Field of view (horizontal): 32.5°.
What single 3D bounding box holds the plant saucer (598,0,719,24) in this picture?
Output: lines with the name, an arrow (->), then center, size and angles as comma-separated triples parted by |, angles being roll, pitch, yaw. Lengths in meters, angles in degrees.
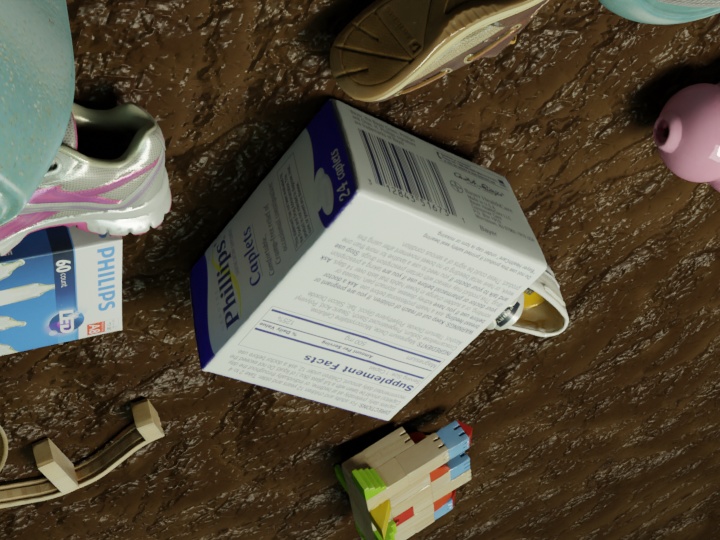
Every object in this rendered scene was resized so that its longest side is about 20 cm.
plant saucer -> 0.250, -0.242, 0.847 | 0.200, 0.027, 0.200 | -17, 145, -12

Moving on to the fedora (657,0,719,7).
fedora -> 0.214, -0.250, 0.726 | 0.090, 0.177, 0.200 | -25, 132, -78

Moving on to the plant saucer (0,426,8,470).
plant saucer -> -0.380, 0.145, 0.965 | 0.200, 0.035, 0.200 | -18, 146, -12

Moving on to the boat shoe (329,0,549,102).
boat shoe -> 0.073, -0.173, 0.802 | 0.200, 0.072, 0.072 | -37, 166, 9

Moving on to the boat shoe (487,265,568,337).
boat shoe -> 0.115, 0.016, 1.075 | 0.071, 0.070, 0.200 | -42, 141, 22

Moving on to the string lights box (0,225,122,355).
string lights box -> -0.265, 0.010, 0.831 | 0.200, 0.059, 0.103 | -12, 143, -20

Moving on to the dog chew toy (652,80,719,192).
dog chew toy -> 0.329, -0.109, 1.005 | 0.200, 0.125, 0.125 | 0, 140, -21

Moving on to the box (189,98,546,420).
box -> 0.000, 0.000, 0.927 | 0.184, 0.105, 0.200 | 20, 126, -35

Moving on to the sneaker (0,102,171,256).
sneaker -> -0.208, -0.065, 0.756 | 0.200, 0.081, 0.088 | -15, 145, -30

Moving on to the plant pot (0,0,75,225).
plant pot -> -0.249, -0.098, 0.565 | 0.196, 0.200, 0.196 | -30, 146, 7

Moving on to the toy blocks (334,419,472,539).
toy blocks -> 0.057, 0.223, 1.322 | 0.137, 0.100, 0.200 | -29, 148, -14

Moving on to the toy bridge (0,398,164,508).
toy bridge -> -0.267, 0.174, 1.086 | 0.200, 0.027, 0.067 | -23, 148, -3
